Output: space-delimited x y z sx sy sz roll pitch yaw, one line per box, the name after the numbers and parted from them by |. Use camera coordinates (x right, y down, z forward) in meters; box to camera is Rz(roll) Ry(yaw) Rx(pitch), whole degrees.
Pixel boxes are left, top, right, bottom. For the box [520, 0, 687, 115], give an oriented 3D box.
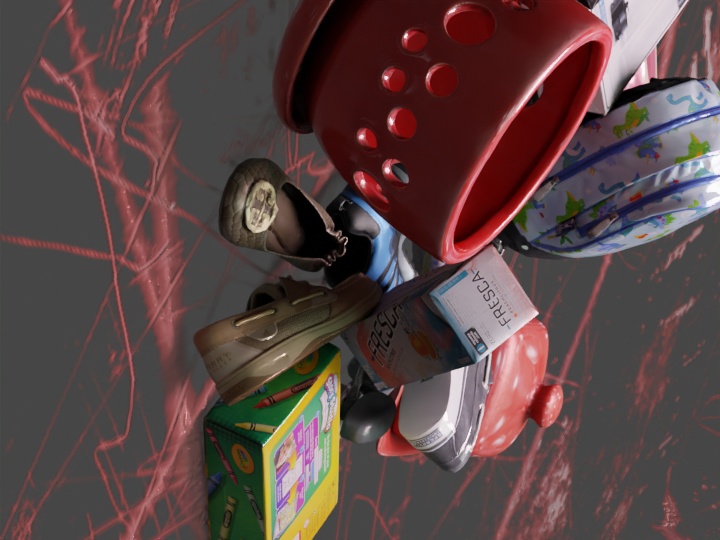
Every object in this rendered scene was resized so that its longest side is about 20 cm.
0.202 -0.229 1.556 0.200 0.060 0.117 -52 142 -35 | box

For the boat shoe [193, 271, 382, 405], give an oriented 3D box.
-0.051 0.034 1.500 0.071 0.065 0.200 -35 178 34 | boat shoe

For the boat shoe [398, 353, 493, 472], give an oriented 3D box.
0.084 0.084 1.721 0.068 0.071 0.201 47 36 -32 | boat shoe

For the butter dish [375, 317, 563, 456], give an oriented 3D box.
0.126 0.107 1.930 0.200 0.147 0.200 -68 161 5 | butter dish

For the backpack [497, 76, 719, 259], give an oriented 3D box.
0.213 -0.081 1.599 0.163 0.154 0.200 -6 148 -50 | backpack

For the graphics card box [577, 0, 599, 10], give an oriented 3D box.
0.087 -0.268 1.354 0.051 0.200 0.125 -52 160 -3 | graphics card box

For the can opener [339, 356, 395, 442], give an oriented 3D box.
0.016 0.101 1.748 0.200 0.066 0.053 -49 156 -54 | can opener

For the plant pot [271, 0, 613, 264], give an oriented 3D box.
0.048 -0.132 1.395 0.201 0.182 0.201 -50 163 -21 | plant pot

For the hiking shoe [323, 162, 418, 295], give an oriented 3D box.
0.000 0.000 1.629 0.087 0.074 0.201 -33 138 -34 | hiking shoe

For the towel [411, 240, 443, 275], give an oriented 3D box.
0.059 -0.054 1.686 0.201 0.023 0.144 92 -1 -47 | towel

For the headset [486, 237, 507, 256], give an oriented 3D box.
0.114 -0.066 1.742 0.123 0.094 0.200 -43 -166 21 | headset

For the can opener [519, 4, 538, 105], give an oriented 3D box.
0.152 -0.168 1.636 0.053 0.066 0.200 -43 143 -12 | can opener

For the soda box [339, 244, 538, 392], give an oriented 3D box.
0.055 0.039 1.509 0.068 0.064 0.200 -37 -176 -22 | soda box

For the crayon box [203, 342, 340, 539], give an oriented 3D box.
-0.069 0.155 1.610 0.119 0.058 0.201 -51 154 -39 | crayon box

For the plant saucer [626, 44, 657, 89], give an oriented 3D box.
0.225 -0.207 1.722 0.200 0.050 0.202 -2 90 -77 | plant saucer

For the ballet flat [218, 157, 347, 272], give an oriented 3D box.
-0.053 -0.034 1.465 0.068 0.046 0.200 -66 160 -5 | ballet flat
